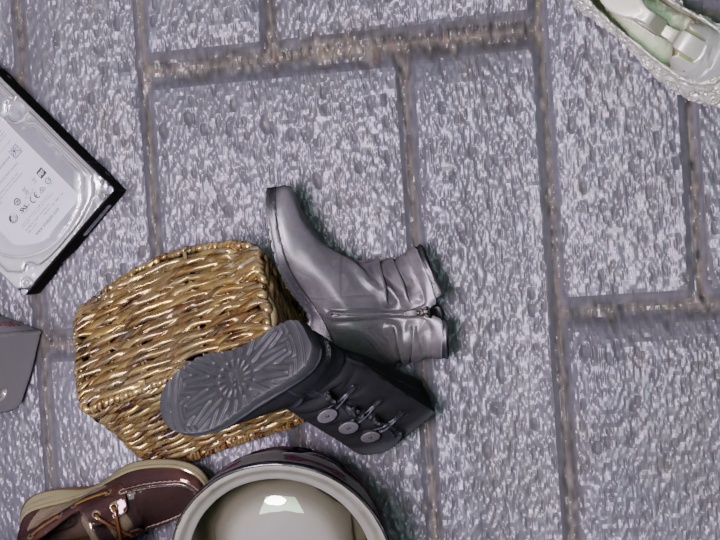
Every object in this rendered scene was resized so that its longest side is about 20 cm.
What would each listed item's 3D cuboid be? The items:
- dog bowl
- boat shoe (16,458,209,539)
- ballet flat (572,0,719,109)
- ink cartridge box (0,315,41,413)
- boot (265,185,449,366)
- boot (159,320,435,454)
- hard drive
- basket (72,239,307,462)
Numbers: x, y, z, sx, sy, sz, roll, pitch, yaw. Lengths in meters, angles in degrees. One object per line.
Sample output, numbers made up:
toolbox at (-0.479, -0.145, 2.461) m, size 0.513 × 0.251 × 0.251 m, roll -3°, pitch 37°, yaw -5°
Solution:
dog bowl at (-0.067, 0.247, 1.277) m, size 0.198 × 0.074 × 0.202 m, roll 1°, pitch 109°, yaw 4°
boat shoe at (-0.232, 0.232, 1.322) m, size 0.199 × 0.072 × 0.072 m, roll -14°, pitch 122°, yaw 14°
ballet flat at (0.257, -0.204, 1.224) m, size 0.199 × 0.072 × 0.072 m, roll 35°, pitch 98°, yaw 8°
ink cartridge box at (-0.421, 0.065, 1.331) m, size 0.199 × 0.146 × 0.085 m, roll 21°, pitch 94°, yaw 10°
boot at (0.000, 0.000, 1.289) m, size 0.131 × 0.070 × 0.201 m, roll -20°, pitch 98°, yaw 9°
boot at (-0.051, 0.117, 1.240) m, size 0.164 × 0.200 × 0.066 m, roll -23°, pitch 63°, yaw 25°
hard drive at (-0.341, -0.094, 1.365) m, size 0.200 × 0.038 × 0.140 m, roll 45°, pitch 99°, yaw 8°
basket at (-0.148, 0.074, 1.318) m, size 0.199 × 0.149 × 0.144 m, roll -21°, pitch 55°, yaw 12°
